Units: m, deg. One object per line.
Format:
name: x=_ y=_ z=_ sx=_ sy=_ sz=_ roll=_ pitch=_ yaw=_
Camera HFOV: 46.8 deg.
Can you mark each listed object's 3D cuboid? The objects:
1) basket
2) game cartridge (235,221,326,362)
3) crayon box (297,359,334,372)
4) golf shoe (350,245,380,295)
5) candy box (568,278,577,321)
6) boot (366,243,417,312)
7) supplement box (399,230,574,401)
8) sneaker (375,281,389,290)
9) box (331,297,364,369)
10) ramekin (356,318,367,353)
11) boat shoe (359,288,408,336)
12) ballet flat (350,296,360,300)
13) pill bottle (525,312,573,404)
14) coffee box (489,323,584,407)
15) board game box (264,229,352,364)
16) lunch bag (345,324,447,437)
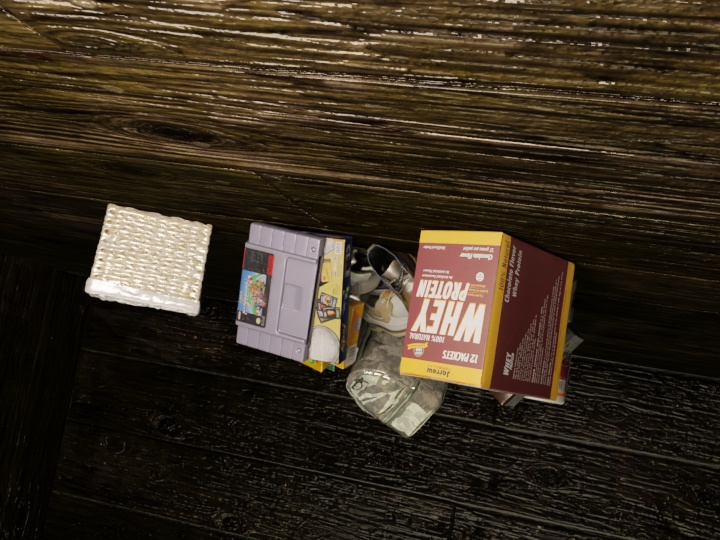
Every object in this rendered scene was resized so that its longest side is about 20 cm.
basket: x=-0.376 y=-0.013 z=1.495 sx=0.198 sy=0.162 sz=0.198 roll=11 pitch=173 yaw=-12
game cartridge: x=-0.130 y=0.033 z=1.315 sx=0.129 sy=0.202 sz=0.038 roll=12 pitch=-166 yaw=15
crayon box: x=-0.110 y=0.109 z=1.599 sx=0.125 sy=0.201 sz=0.052 roll=22 pitch=-141 yaw=24
golf shoe: x=0.000 y=0.000 z=1.437 sx=0.097 sy=0.079 sz=0.200 roll=-1 pitch=170 yaw=30
candy box: x=0.230 y=0.035 z=1.374 sx=0.198 sy=0.072 sz=0.168 roll=11 pitch=173 yaw=-6
boot: x=0.072 y=0.034 z=1.305 sx=0.097 sy=0.075 sz=0.200 roll=25 pitch=-157 yaw=-35
supplement box: x=0.177 y=0.063 z=1.141 sx=0.132 sy=0.199 sz=0.199 roll=4 pitch=172 yaw=42
sneaker: x=0.122 y=0.045 z=1.560 sx=0.199 sy=0.084 sz=0.121 roll=15 pitch=173 yaw=36
box: x=-0.091 y=0.083 z=1.493 sx=0.199 sy=0.120 sz=0.041 roll=23 pitch=-158 yaw=31
ramekin: x=-0.021 y=0.085 z=1.685 sx=0.199 sy=0.202 sz=0.105 roll=14 pitch=162 yaw=-34
boat shoe: x=0.058 y=0.068 z=1.474 sx=0.199 sy=0.075 sz=0.069 roll=-9 pitch=118 yaw=58
ballet flat: x=-0.060 y=0.010 z=1.585 sx=0.199 sy=0.070 sz=0.069 roll=21 pitch=175 yaw=6
pill bottle: x=0.381 y=0.169 z=1.728 sx=0.113 sy=0.202 sz=0.114 roll=10 pitch=173 yaw=1
coffee box: x=0.325 y=0.162 z=1.647 sx=0.114 sy=0.200 sz=0.080 roll=48 pitch=-167 yaw=26
board game box: x=-0.085 y=0.040 z=1.334 sx=0.134 sy=0.202 sz=0.035 roll=8 pitch=-168 yaw=20
lunch bag: x=0.068 y=0.183 z=1.555 sx=0.167 sy=0.200 sz=0.140 roll=34 pitch=127 yaw=-8
